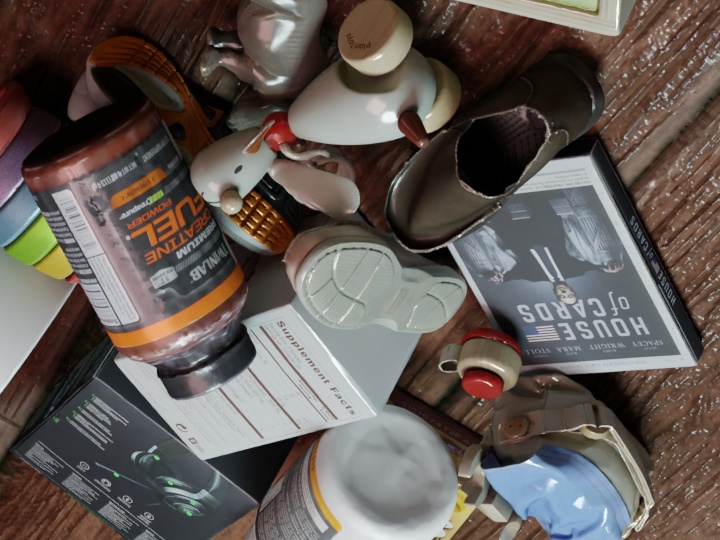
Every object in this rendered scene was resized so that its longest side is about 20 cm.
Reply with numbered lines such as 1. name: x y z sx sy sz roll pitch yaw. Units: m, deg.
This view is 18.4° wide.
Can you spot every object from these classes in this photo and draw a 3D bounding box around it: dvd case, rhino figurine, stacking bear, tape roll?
1. dvd case: 0.140 -0.005 1.576 0.150 0.025 0.201 -6 129 36
2. rhino figurine: -0.064 -0.149 1.512 0.087 0.060 0.201 4 139 4
3. stacking bear: -0.214 -0.038 1.661 0.200 0.122 0.114 39 136 -15
4. tape roll: -0.325 0.028 1.746 0.139 0.203 0.203 36 140 -10

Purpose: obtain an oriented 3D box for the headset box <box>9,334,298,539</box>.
1. headset box: -0.167 0.137 1.846 0.174 0.093 0.200 38 143 -9

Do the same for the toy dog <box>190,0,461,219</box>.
1. toy dog: -0.017 -0.085 1.476 0.131 0.097 0.200 18 131 -31

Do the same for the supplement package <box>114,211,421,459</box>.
1. supplement package: -0.066 0.049 1.682 0.199 0.117 0.117 -18 120 41

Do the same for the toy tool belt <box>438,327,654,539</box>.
1. toy tool belt: 0.131 0.145 1.639 0.124 0.123 0.200 -13 137 41

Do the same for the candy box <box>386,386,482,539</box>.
1. candy box: 0.024 0.185 1.824 0.116 0.057 0.200 31 139 0

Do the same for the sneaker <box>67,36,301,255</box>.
1. sneaker: -0.129 -0.082 1.626 0.200 0.076 0.092 45 146 -7

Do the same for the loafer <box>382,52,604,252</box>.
1. loafer: 0.074 -0.073 1.482 0.073 0.071 0.200 50 130 3

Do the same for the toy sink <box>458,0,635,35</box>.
1. toy sink: 0.105 -0.250 1.265 0.130 0.112 0.201 15 139 15

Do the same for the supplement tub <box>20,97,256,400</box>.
1. supplement tub: -0.146 -0.012 1.546 0.106 0.107 0.201 -13 112 39

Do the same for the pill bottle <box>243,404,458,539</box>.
1. pill bottle: -0.015 0.192 1.719 0.116 0.117 0.200 34 143 -6

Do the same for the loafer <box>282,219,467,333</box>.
1. loafer: 0.000 0.000 1.561 0.063 0.200 0.072 45 105 30
